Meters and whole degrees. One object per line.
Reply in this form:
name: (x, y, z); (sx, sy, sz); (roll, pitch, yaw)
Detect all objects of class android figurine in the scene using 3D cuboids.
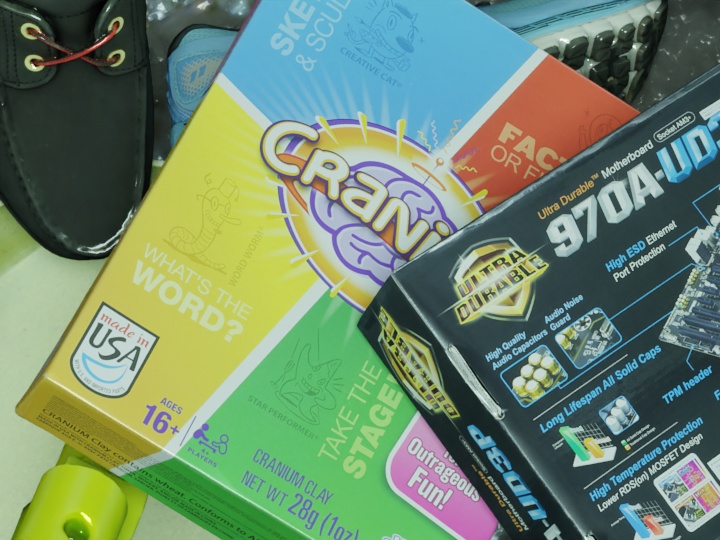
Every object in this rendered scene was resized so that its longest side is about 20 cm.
android figurine: (-0.123, 0.144, 0.946); (0.041, 0.182, 0.201); (27, 49, -7)

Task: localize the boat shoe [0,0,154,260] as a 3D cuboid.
boat shoe: (-0.112, -0.096, 1.007); (0.073, 0.063, 0.203); (-11, 107, -12)

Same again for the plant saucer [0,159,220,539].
plant saucer: (-0.082, 0.060, 1.065); (0.198, 0.031, 0.202); (0, 85, -1)

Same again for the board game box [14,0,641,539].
board game box: (0.000, 0.000, 0.941); (0.152, 0.040, 0.201); (31, 63, -7)

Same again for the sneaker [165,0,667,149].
sneaker: (0.020, -0.084, 1.053); (0.199, 0.079, 0.090); (-14, 61, -15)

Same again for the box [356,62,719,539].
box: (0.124, 0.024, 0.918); (0.199, 0.046, 0.159); (-33, 80, -25)
